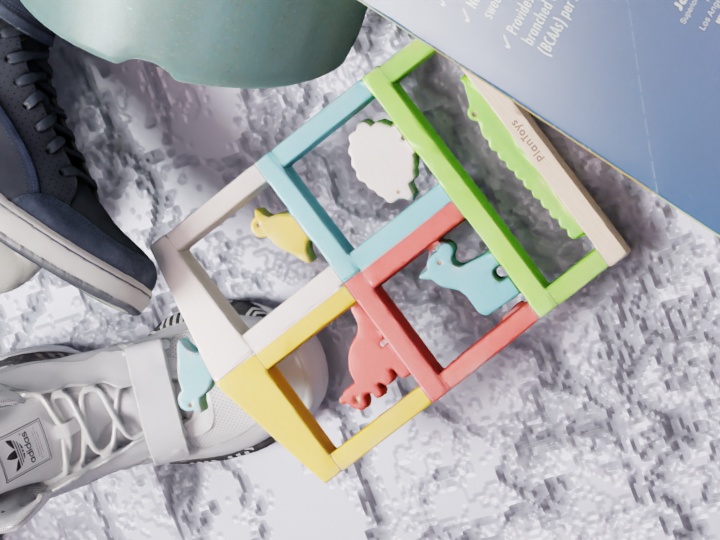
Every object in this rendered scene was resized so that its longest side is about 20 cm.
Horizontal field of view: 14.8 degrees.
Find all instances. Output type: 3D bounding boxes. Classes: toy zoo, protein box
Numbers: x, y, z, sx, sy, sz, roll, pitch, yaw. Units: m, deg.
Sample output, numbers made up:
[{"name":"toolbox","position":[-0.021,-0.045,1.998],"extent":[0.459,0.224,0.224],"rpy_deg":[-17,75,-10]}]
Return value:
[{"name":"toy zoo","position":[0.000,0.000,1.204],"extent":[0.200,0.020,0.131],"rpy_deg":[-38,88,12]},{"name":"protein box","position":[0.136,-0.150,1.058],"extent":[0.200,0.135,0.199],"rpy_deg":[34,118,12]}]

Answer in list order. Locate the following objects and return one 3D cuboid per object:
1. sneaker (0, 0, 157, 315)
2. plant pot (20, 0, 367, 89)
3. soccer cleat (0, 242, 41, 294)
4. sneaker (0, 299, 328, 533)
[{"name":"sneaker","position":[-0.137,-0.088,1.212],"extent":[0.202,0.077,0.146],"rpy_deg":[40,88,10]},{"name":"plant pot","position":[-0.052,-0.192,1.106],"extent":[0.200,0.200,0.197],"rpy_deg":[24,120,17]},{"name":"soccer cleat","position":[-0.202,-0.083,1.288],"extent":[0.077,0.069,0.201],"rpy_deg":[-31,88,6]},{"name":"sneaker","position":[-0.117,0.071,1.261],"extent":[0.199,0.115,0.075],"rpy_deg":[-10,102,28]}]
